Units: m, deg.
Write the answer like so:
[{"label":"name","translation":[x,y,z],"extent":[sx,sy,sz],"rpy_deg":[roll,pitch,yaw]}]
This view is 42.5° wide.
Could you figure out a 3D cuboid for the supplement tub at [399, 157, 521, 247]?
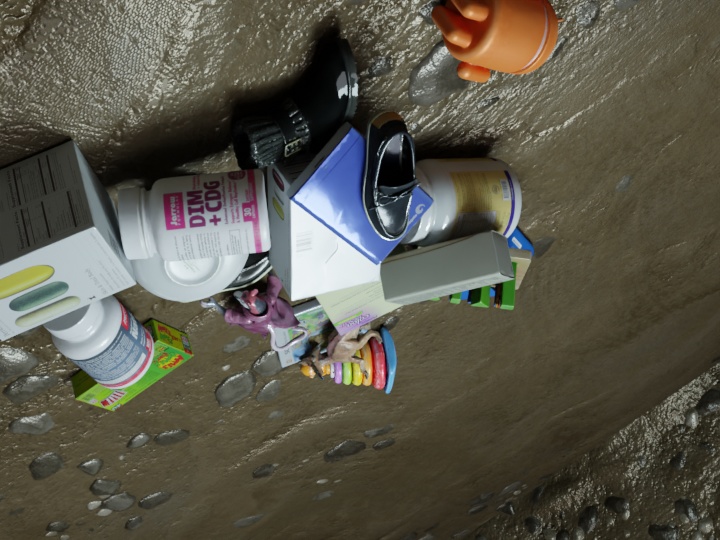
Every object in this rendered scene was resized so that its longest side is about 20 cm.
[{"label":"supplement tub","translation":[0.151,-0.112,1.532],"extent":[0.197,0.147,0.146],"rpy_deg":[-5,144,-29]}]

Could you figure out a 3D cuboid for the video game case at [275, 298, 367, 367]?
[{"label":"video game case","translation":[-0.075,0.110,1.821],"extent":[0.196,0.022,0.183],"rpy_deg":[-20,148,-10]}]

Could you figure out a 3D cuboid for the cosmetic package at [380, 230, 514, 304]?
[{"label":"cosmetic package","translation":[0.138,-0.002,1.492],"extent":[0.196,0.075,0.103],"rpy_deg":[-15,169,21]}]

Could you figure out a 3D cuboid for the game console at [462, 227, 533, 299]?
[{"label":"game console","translation":[0.235,-0.023,1.847],"extent":[0.173,0.117,0.199],"rpy_deg":[-60,146,-3]}]

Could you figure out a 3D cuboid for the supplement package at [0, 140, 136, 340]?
[{"label":"supplement package","translation":[-0.429,-0.037,1.228],"extent":[0.197,0.152,0.153],"rpy_deg":[-22,150,-3]}]

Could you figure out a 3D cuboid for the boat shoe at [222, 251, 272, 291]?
[{"label":"boat shoe","translation":[-0.222,-0.008,1.491],"extent":[0.198,0.075,0.063],"rpy_deg":[-21,157,2]}]

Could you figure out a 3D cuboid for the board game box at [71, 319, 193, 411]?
[{"label":"board game box","translation":[-0.408,0.172,1.654],"extent":[0.198,0.048,0.101],"rpy_deg":[-34,148,15]}]

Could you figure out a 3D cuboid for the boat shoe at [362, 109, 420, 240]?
[{"label":"boat shoe","translation":[0.044,-0.123,1.288],"extent":[0.073,0.062,0.203],"rpy_deg":[-17,129,-19]}]

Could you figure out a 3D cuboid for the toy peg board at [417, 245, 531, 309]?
[{"label":"toy peg board","translation":[0.195,0.027,1.669],"extent":[0.196,0.100,0.200],"rpy_deg":[7,164,4]}]

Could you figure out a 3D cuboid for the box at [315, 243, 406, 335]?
[{"label":"box","translation":[0.000,0.000,1.640],"extent":[0.173,0.098,0.201],"rpy_deg":[-26,148,2]}]

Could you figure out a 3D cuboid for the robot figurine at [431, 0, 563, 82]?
[{"label":"robot figurine","translation":[0.189,-0.332,1.262],"extent":[0.197,0.116,0.147],"rpy_deg":[3,95,-38]}]

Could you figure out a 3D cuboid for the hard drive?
[{"label":"hard drive","translation":[0.003,-0.106,1.335],"extent":[0.132,0.025,0.199],"rpy_deg":[-47,131,8]}]

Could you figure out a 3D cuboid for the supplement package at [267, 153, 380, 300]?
[{"label":"supplement package","translation":[-0.055,-0.080,1.415],"extent":[0.153,0.111,0.203],"rpy_deg":[-12,127,-20]}]

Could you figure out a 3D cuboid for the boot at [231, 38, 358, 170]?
[{"label":"boot","translation":[-0.092,-0.219,1.265],"extent":[0.155,0.080,0.213],"rpy_deg":[-11,147,-22]}]

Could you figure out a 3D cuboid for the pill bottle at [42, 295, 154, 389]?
[{"label":"pill bottle","translation":[-0.419,0.097,1.466],"extent":[0.118,0.121,0.201],"rpy_deg":[-25,149,0]}]

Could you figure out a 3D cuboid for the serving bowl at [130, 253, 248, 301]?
[{"label":"serving bowl","translation":[-0.255,-0.031,1.383],"extent":[0.196,0.066,0.203],"rpy_deg":[-10,127,-14]}]

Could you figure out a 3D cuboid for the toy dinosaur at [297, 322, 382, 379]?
[{"label":"toy dinosaur","translation":[-0.041,0.146,1.805],"extent":[0.133,0.087,0.202],"rpy_deg":[-1,136,-22]}]

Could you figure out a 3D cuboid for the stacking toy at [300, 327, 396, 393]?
[{"label":"stacking toy","translation":[-0.028,0.198,1.927],"extent":[0.196,0.118,0.111],"rpy_deg":[-5,147,-9]}]

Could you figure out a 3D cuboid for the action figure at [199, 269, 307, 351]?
[{"label":"action figure","translation":[-0.178,0.076,1.572],"extent":[0.133,0.150,0.200],"rpy_deg":[-35,175,-7]}]

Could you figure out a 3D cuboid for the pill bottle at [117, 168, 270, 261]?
[{"label":"pill bottle","translation":[-0.226,-0.073,1.270],"extent":[0.196,0.115,0.114],"rpy_deg":[-7,147,-6]}]
